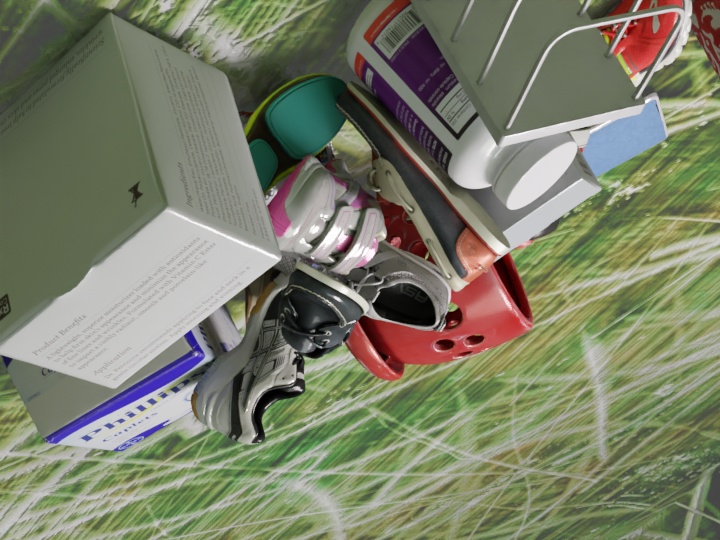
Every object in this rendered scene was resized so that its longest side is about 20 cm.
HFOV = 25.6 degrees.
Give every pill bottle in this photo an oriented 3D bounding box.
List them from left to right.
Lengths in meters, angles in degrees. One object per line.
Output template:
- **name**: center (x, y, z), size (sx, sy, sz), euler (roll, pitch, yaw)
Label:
- **pill bottle**: center (0.086, -0.148, 1.318), size (0.112, 0.200, 0.113), euler (-36, 161, -15)

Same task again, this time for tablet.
- **tablet**: center (0.253, -0.129, 1.788), size (0.199, 0.014, 0.130), euler (-28, 157, 7)

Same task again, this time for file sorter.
- **file sorter**: center (0.138, -0.224, 1.238), size (0.138, 0.200, 0.125), euler (-14, 150, -26)

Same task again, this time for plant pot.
- **plant pot**: center (0.061, 0.009, 1.644), size (0.182, 0.201, 0.200), euler (-28, 157, 11)

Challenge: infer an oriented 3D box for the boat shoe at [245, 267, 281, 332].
- **boat shoe**: center (-0.083, 0.018, 1.654), size (0.072, 0.072, 0.200), euler (3, 147, -2)

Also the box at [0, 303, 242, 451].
- **box**: center (-0.229, 0.096, 1.613), size (0.183, 0.105, 0.200), euler (-30, 165, 9)

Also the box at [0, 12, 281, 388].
- **box**: center (-0.192, -0.050, 1.227), size (0.199, 0.201, 0.130), euler (-36, 143, 25)

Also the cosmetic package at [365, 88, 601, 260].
- **cosmetic package**: center (0.103, -0.115, 1.421), size (0.151, 0.201, 0.052), euler (-36, 154, 21)

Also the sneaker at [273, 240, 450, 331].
- **sneaker**: center (0.000, 0.000, 1.485), size (0.199, 0.082, 0.075), euler (19, 111, -13)

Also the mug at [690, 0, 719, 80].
- **mug**: center (0.436, -0.202, 1.587), size (0.177, 0.201, 0.134), euler (-8, 151, -37)

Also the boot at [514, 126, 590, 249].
- **boot**: center (0.148, -0.086, 1.625), size (0.199, 0.072, 0.145), euler (-4, 118, -44)

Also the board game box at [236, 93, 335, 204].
- **board game box**: center (-0.119, -0.078, 1.413), size (0.199, 0.035, 0.127), euler (-20, 128, -13)

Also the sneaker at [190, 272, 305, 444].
- **sneaker**: center (-0.078, 0.082, 1.559), size (0.200, 0.087, 0.076), euler (-56, 161, -5)

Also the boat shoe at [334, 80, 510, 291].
- **boat shoe**: center (0.042, -0.073, 1.351), size (0.063, 0.200, 0.071), euler (-41, -179, 17)

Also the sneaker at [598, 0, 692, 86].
- **sneaker**: center (0.244, -0.215, 1.524), size (0.085, 0.077, 0.200), euler (-4, 148, -32)

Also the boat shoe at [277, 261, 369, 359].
- **boat shoe**: center (-0.042, 0.042, 1.400), size (0.066, 0.074, 0.199), euler (-58, -179, -9)

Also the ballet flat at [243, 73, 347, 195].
- **ballet flat**: center (-0.085, -0.102, 1.338), size (0.067, 0.067, 0.200), euler (-11, -150, 47)

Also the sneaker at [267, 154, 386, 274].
- **sneaker**: center (-0.025, -0.042, 1.338), size (0.081, 0.088, 0.200), euler (-50, 171, 18)
